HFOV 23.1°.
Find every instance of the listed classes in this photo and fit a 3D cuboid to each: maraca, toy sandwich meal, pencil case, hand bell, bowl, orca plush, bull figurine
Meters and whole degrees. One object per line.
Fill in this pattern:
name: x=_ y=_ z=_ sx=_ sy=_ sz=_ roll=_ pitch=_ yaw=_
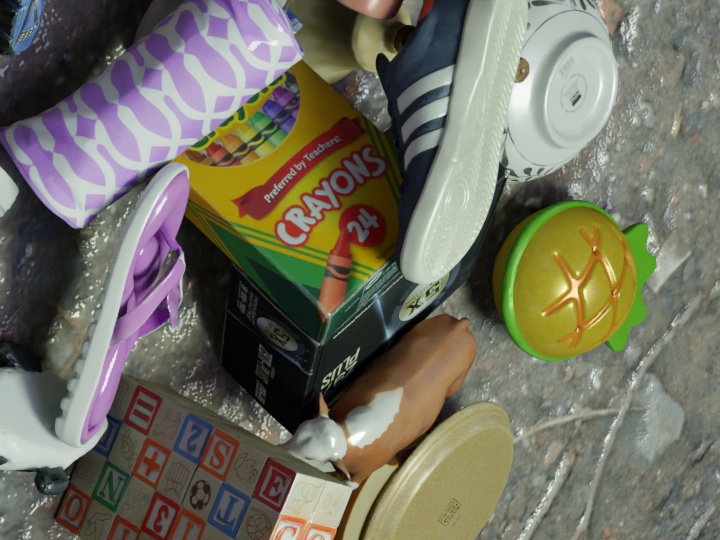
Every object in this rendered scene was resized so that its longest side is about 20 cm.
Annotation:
maraca: x=0.187 y=0.010 z=1.492 sx=0.199 sy=0.107 sz=0.138 roll=5 pitch=101 yaw=-46
toy sandwich meal: x=0.043 y=0.180 z=1.429 sx=0.205 sy=0.070 sz=0.206 roll=-37 pitch=146 yaw=-31
pencil case: x=-0.129 y=-0.113 z=1.095 sx=0.200 sy=0.086 sz=0.084 roll=-38 pitch=168 yaw=0
hand bell: x=0.039 y=-0.156 z=1.210 sx=0.104 sy=0.199 sz=0.105 roll=-20 pitch=120 yaw=-39
bowl: x=0.141 y=-0.150 z=1.391 sx=0.200 sy=0.094 sz=0.202 roll=-20 pitch=120 yaw=-39
orca plush: x=-0.246 y=0.113 z=1.132 sx=0.106 sy=0.071 sz=0.200 roll=61 pitch=23 yaw=-1
bull figurine: x=0.010 y=0.107 z=1.278 sx=0.200 sy=0.065 sz=0.122 roll=-36 pitch=167 yaw=-34

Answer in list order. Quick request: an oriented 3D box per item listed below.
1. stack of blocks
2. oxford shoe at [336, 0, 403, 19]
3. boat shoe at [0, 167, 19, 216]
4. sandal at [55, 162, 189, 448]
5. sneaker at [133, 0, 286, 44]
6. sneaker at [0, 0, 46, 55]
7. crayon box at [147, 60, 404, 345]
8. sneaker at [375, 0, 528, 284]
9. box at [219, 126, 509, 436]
stack of blocks: x=-0.110 y=0.159 z=1.195 sx=0.058 sy=0.199 sz=0.116 roll=22 pitch=90 yaw=-47
oxford shoe: x=0.027 y=-0.230 z=1.183 sx=0.070 sy=0.200 sz=0.075 roll=25 pitch=116 yaw=-5
boat shoe: x=-0.283 y=-0.077 z=1.030 sx=0.069 sy=0.072 sz=0.200 roll=-55 pitch=144 yaw=-12
sandal: x=-0.138 y=0.026 z=1.129 sx=0.082 sy=0.050 sz=0.204 roll=-53 pitch=166 yaw=-70
sneaker: x=-0.081 y=-0.220 z=1.165 sx=0.071 sy=0.099 sz=0.200 roll=29 pitch=117 yaw=-37
sneaker: x=-0.185 y=-0.225 z=1.056 sx=0.078 sy=0.075 sz=0.201 roll=6 pitch=104 yaw=-49
crayon box: x=-0.053 y=-0.065 z=1.168 sx=0.127 sy=0.200 sz=0.051 roll=-43 pitch=168 yaw=-24
sneaker: x=0.043 y=-0.094 z=1.128 sx=0.075 sy=0.084 sz=0.201 roll=19 pitch=86 yaw=-60
box: x=0.000 y=0.000 z=1.268 sx=0.200 sy=0.086 sz=0.164 roll=-42 pitch=165 yaw=-25
